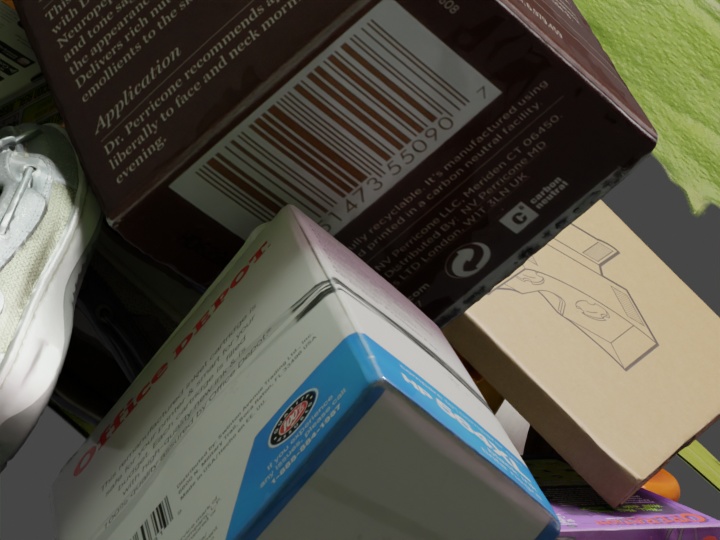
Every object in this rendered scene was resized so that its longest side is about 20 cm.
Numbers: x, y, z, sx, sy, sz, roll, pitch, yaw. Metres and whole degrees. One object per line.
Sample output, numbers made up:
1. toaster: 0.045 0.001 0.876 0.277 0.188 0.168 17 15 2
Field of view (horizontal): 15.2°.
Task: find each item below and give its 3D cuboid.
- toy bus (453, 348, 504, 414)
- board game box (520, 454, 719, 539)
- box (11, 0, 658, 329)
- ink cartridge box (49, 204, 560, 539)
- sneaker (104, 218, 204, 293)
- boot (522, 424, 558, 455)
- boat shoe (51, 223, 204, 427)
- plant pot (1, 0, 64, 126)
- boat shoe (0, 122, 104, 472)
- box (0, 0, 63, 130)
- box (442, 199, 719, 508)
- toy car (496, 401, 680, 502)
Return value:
1. toy bus: 0.000 0.000 1.314 0.200 0.192 0.136 39 2 -26
2. board game box: 0.041 0.105 1.137 0.200 0.032 0.120 2 6 -33
3. box: -0.019 -0.097 1.070 0.164 0.166 0.200 35 22 -45
4. ink cartridge box: -0.027 0.079 0.916 0.084 0.146 0.200 38 8 -17
5. sneaker: -0.038 0.003 1.191 0.200 0.082 0.074 36 -5 -37
6. boot: 0.129 0.107 1.353 0.064 0.200 0.186 14 -7 28
7. boat shoe: -0.136 0.008 1.099 0.200 0.072 0.065 34 43 4
8. plant pot: -0.147 -0.157 1.300 0.200 0.200 0.183 48 -7 43
9. boat shoe: -0.141 0.000 0.988 0.065 0.074 0.202 31 31 -18
10. box: -0.224 -0.106 1.103 0.200 0.035 0.110 33 39 19
11. box: 0.081 0.004 1.214 0.200 0.021 0.163 46 32 9
12. toy car: 0.102 0.080 1.540 0.200 0.150 0.175 48 6 -11
